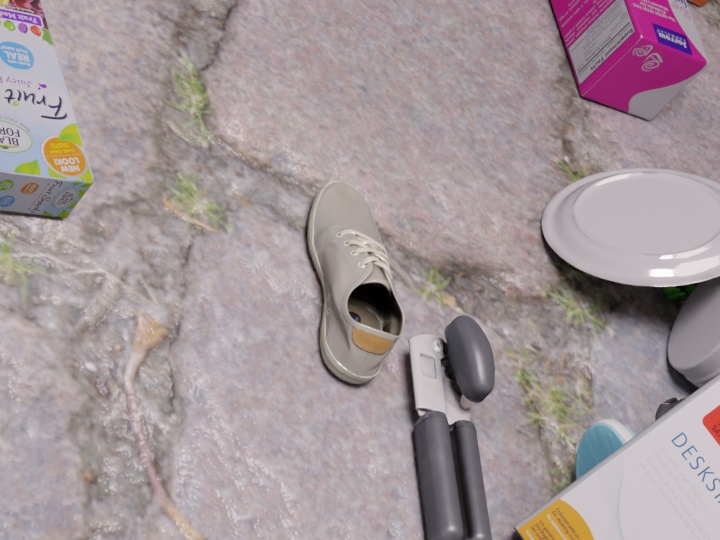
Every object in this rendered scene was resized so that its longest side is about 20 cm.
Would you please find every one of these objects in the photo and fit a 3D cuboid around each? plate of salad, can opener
[{"bbox_3d":[0.268,-0.035,1.694,0.200,0.048,0.200,-2,35,1],"label":"plate of salad"},{"bbox_3d":[0.075,0.122,1.411,0.053,0.067,0.200,19,44,-27],"label":"can opener"}]

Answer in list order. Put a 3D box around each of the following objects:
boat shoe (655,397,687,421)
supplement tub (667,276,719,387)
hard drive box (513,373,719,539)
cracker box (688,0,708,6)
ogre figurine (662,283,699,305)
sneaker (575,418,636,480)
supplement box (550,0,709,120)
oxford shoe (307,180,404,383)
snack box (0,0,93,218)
[{"bbox_3d":[0.272,0.139,1.529,0.200,0.066,0.070,37,53,-77],"label":"boat shoe"},{"bbox_3d":[0.398,0.088,1.676,0.200,0.132,0.132,32,40,-13],"label":"supplement tub"},{"bbox_3d":[0.240,0.197,1.380,0.156,0.200,0.077,53,-1,11],"label":"hard drive box"},{"bbox_3d":[0.349,-0.418,2.159,0.134,0.058,0.200,16,45,-31],"label":"cracker box"},{"bbox_3d":[0.396,0.002,1.762,0.200,0.120,0.098,27,41,-20],"label":"ogre figurine"},{"bbox_3d":[0.260,0.208,1.489,0.130,0.080,0.200,-10,72,-44],"label":"sneaker"},{"bbox_3d":[0.275,-0.272,1.925,0.101,0.103,0.200,14,48,-33],"label":"supplement box"},{"bbox_3d":[0.000,0.000,1.467,0.075,0.058,0.200,20,42,-24],"label":"oxford shoe"},{"bbox_3d":[-0.289,-0.138,1.342,0.142,0.053,0.200,5,52,-37],"label":"snack box"}]
